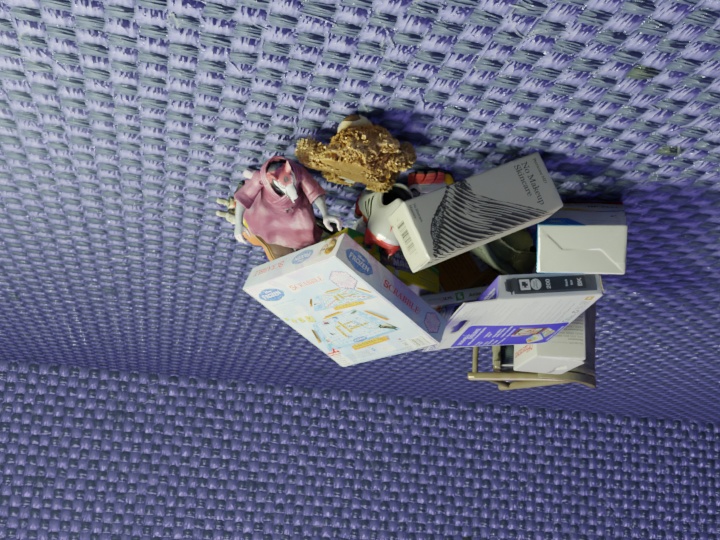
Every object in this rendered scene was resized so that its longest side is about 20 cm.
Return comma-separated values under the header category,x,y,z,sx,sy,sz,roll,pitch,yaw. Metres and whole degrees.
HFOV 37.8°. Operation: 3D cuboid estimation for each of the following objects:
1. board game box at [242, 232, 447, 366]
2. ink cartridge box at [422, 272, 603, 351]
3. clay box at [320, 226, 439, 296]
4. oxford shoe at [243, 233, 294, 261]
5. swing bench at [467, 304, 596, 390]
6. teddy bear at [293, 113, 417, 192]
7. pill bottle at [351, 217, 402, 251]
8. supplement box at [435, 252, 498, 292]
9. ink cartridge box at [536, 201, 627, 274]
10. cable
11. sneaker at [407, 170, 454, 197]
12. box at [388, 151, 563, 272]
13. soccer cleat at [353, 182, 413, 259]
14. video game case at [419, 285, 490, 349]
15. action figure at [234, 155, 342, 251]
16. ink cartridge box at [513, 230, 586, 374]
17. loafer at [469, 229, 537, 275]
category,x,y,z,sx,sy,sz,roll,pitch,yaw
board game box,-0.022,0.046,1.400,0.199,0.041,0.200,40,144,-27
ink cartridge box,0.201,0.057,1.441,0.199,0.044,0.198,-4,158,-16
clay box,0.000,0.000,1.454,0.200,0.048,0.115,24,146,-36
oxford shoe,-0.112,-0.052,1.623,0.073,0.072,0.200,-8,162,22
swing bench,0.306,0.101,1.845,0.199,0.200,0.130,-7,162,35
teddy bear,-0.002,-0.142,1.283,0.144,0.067,0.200,8,174,20
pill bottle,0.037,-0.027,1.593,0.112,0.114,0.200,3,165,3
supplement box,0.165,0.001,1.578,0.200,0.069,0.067,-33,156,9
ink cartridge box,0.301,-0.051,1.433,0.116,0.068,0.200,1,-165,11
cable,-0.109,-0.070,1.486,0.199,0.050,0.097,20,-163,-25
sneaker,0.103,-0.072,1.464,0.077,0.083,0.200,-1,165,17
box,0.142,-0.073,1.295,0.199,0.082,0.068,-23,172,-20
soccer cleat,0.037,-0.083,1.401,0.068,0.085,0.200,28,-164,-10
video game case,0.167,0.066,1.543,0.181,0.022,0.200,-8,159,-5
action figure,-0.091,-0.100,1.327,0.133,0.150,0.200,0,158,-4
ink cartridge box,0.298,0.054,1.663,0.084,0.201,0.146,4,165,-4
loafer,0.192,-0.039,1.451,0.075,0.070,0.200,35,-178,32
